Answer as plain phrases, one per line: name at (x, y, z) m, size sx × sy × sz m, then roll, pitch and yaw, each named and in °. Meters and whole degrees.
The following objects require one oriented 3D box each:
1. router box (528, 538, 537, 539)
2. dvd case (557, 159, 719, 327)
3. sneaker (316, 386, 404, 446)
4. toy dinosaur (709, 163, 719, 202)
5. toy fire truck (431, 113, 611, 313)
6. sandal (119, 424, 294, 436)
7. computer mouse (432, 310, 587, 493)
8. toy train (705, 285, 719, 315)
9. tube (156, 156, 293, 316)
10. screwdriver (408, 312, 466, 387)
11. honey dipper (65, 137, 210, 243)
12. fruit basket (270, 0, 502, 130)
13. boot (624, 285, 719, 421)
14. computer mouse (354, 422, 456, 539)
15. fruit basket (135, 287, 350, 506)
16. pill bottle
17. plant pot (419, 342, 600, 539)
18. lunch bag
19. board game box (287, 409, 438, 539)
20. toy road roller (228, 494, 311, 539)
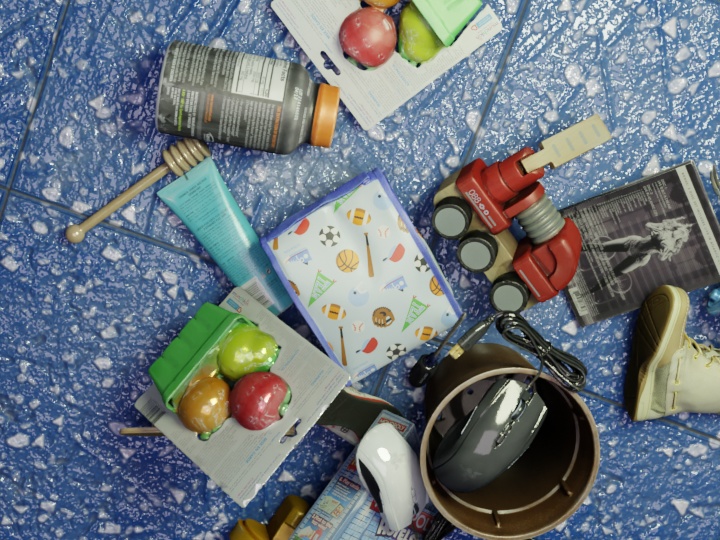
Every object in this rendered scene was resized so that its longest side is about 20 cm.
router box at (0.259, 0.446, 1.486) m, size 0.200 × 0.051 × 0.149 m, roll 26°, pitch 101°, yaw -8°
dvd case at (0.327, -0.029, 1.372) m, size 0.200 × 0.016 × 0.149 m, roll -21°, pitch 103°, yaw 24°
sneaker at (-0.029, 0.162, 1.403) m, size 0.201 × 0.108 × 0.067 m, roll 33°, pitch 88°, yaw -45°
toy dinosaur at (0.445, -0.059, 1.321) m, size 0.105 × 0.201 × 0.182 m, roll 11°, pitch 144°, yaw -14°
toy fire truck at (0.209, -0.075, 1.329) m, size 0.200 × 0.129 × 0.176 m, roll -32°, pitch 103°, yaw 28°
sandal at (-0.185, 0.167, 1.404) m, size 0.211 × 0.078 × 0.070 m, roll 2°, pitch 79°, yaw -10°
computer mouse at (0.135, 0.141, 1.215) m, size 0.140 × 0.046 × 0.200 m, roll 43°, pitch 97°, yaw -12°
toy train at (0.481, 0.023, 1.337) m, size 0.087 × 0.200 × 0.114 m, roll 33°, pitch 88°, yaw -9°
tube at (-0.152, -0.032, 1.367) m, size 0.077 × 0.050 × 0.200 m, roll -35°, pitch 97°, yaw 1°
screwdriver at (0.095, 0.094, 1.345) m, size 0.029 × 0.200 × 0.028 m, roll 39°, pitch 60°, yaw 2°
honey dipper at (-0.266, -0.094, 1.350) m, size 0.200 × 0.038 × 0.038 m, roll -34°, pitch 102°, yaw 6°
fruit basket at (0.030, -0.290, 1.310) m, size 0.200 × 0.094 × 0.185 m, roll -35°, pitch 102°, yaw 20°
boot at (0.411, 0.101, 1.391) m, size 0.154 × 0.072 × 0.200 m, roll 0°, pitch 127°, yaw -5°
computer mouse at (0.052, 0.262, 1.315) m, size 0.110 × 0.044 × 0.200 m, roll -41°, pitch 124°, yaw -25°
fruit basket at (-0.134, 0.138, 1.302) m, size 0.200 × 0.094 × 0.185 m, roll 36°, pitch 82°, yaw 26°
pill bottle at (-0.125, -0.190, 1.301) m, size 0.199 × 0.106 × 0.107 m, roll 10°, pitch 101°, yaw -5°
plant pot at (0.158, 0.181, 1.349) m, size 0.200 × 0.198 × 0.201 m, roll -1°, pitch 103°, yaw -3°
lunch bag at (0.000, 0.000, 1.341) m, size 0.170 × 0.124 × 0.200 m, roll -32°, pitch 111°, yaw 2°
board game box at (0.032, 0.281, 1.374) m, size 0.200 × 0.062 × 0.200 m, roll 34°, pitch 80°, yaw -41°
toy road roller at (-0.074, 0.372, 1.421) m, size 0.200 × 0.123 × 0.146 m, roll 34°, pitch 87°, yaw -9°
